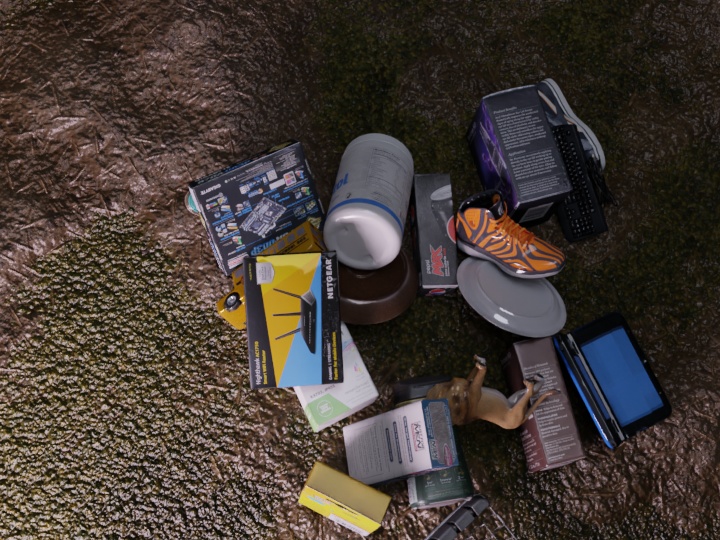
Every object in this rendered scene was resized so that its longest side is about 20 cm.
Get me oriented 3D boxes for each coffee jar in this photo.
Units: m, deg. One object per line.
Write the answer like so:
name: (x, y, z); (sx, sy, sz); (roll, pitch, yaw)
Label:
coffee jar: (0.113, 0.271, 1.576); (0.102, 0.085, 0.204); (-6, 74, -8)

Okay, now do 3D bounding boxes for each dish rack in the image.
dish rack: (0.197, 0.469, 1.542); (0.153, 0.055, 0.201); (-38, 82, -15)

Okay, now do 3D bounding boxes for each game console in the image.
game console: (0.418, 0.174, 1.630); (0.117, 0.170, 0.203); (-30, 76, 13)

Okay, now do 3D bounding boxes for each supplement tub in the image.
supplement tub: (0.016, -0.114, 1.628); (0.129, 0.133, 0.202); (13, 45, -2)

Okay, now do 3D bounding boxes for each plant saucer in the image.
plant saucer: (0.000, 0.000, 1.636); (0.196, 0.035, 0.203); (3, 48, -3)

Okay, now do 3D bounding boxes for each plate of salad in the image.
plate of salad: (0.248, 0.046, 1.645); (0.196, 0.049, 0.202); (15, 37, -12)

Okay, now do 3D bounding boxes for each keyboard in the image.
keyboard: (0.376, -0.157, 1.717); (0.102, 0.040, 0.204); (-18, 94, 19)

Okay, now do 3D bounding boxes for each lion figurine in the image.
lion figurine: (0.201, 0.205, 1.525); (0.196, 0.073, 0.124); (20, 104, -8)

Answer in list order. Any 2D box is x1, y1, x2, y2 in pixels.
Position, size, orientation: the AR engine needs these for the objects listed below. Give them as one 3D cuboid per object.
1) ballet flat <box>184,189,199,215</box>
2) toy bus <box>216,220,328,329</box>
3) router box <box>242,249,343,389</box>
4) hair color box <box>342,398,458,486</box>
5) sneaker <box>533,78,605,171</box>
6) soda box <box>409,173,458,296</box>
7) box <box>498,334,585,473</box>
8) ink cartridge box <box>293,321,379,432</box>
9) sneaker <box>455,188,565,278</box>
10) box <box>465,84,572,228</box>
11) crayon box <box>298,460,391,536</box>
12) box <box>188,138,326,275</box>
ballet flat: (-0.206, -0.139, 1.680); (0.196, 0.067, 0.069); (-16, 106, -17)
toy bus: (-0.142, 0.010, 1.605); (0.198, 0.065, 0.079); (-33, 47, 14)
router box: (-0.103, 0.075, 1.528); (0.146, 0.051, 0.205); (-4, 94, -3)
hair color box: (0.058, 0.267, 1.512); (0.060, 0.199, 0.102); (3, 70, -37)
sneaker: (0.355, -0.246, 1.772); (0.078, 0.079, 0.202); (-26, 69, -17)
soda box: (0.125, -0.061, 1.694); (0.069, 0.063, 0.204); (-2, 73, -7)
box: (0.293, 0.218, 1.606); (0.073, 0.100, 0.204); (-10, 73, -9)
ink cartridge box: (-0.065, 0.142, 1.606); (0.115, 0.067, 0.203); (-24, 77, -13)
sneaker: (0.242, -0.062, 1.622); (0.197, 0.113, 0.078); (17, 47, 24)
box: (0.269, -0.190, 1.708); (0.102, 0.148, 0.204); (-14, 73, -10)
crayon box: (-0.025, 0.341, 1.478); (0.125, 0.200, 0.051); (26, 71, 2)
box: (-0.166, -0.106, 1.641); (0.197, 0.046, 0.162); (-25, 112, -13)
